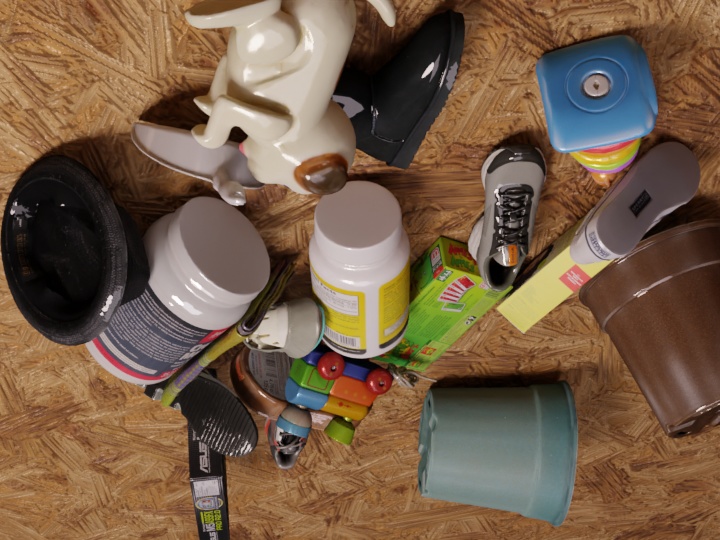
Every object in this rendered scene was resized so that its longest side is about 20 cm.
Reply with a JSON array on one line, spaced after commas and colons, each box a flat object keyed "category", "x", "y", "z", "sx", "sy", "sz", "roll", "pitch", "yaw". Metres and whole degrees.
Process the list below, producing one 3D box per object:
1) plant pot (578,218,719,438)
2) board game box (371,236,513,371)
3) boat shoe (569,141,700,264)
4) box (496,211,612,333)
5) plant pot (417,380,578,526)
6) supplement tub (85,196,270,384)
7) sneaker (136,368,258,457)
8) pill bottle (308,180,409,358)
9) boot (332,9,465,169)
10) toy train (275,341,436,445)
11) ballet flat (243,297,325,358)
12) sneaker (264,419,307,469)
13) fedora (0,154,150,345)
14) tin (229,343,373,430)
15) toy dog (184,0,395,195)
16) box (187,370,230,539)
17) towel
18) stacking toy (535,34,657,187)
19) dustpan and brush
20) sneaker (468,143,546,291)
[{"category": "plant pot", "x": 0.386, "y": 0.077, "z": 1.400, "sx": 0.198, "sy": 0.200, "sz": 0.201, "roll": -18, "pitch": 158, "yaw": -7}, {"category": "board game box", "x": 0.088, "y": 0.046, "z": 1.475, "sx": 0.101, "sy": 0.048, "sz": 0.200, "roll": 16, "pitch": 137, "yaw": -27}, {"category": "boat shoe", "x": 0.292, "y": -0.073, "z": 1.282, "sx": 0.199, "sy": 0.074, "sz": 0.065, "roll": -34, "pitch": -178, "yaw": -34}, {"category": "box", "x": 0.247, "y": -0.011, "z": 1.398, "sx": 0.050, "sy": 0.075, "sz": 0.200, "roll": 42, "pitch": 127, "yaw": -5}, {"category": "plant pot", "x": 0.183, "y": 0.245, "z": 1.649, "sx": 0.194, "sy": 0.202, "sz": 0.201, "roll": 5, "pitch": 142, "yaw": -4}, {"category": "supplement tub", "x": -0.207, "y": 0.024, "z": 1.316, "sx": 0.140, "sy": 0.141, "sz": 0.200, "roll": 24, "pitch": 133, "yaw": -35}, {"category": "sneaker", "x": -0.188, "y": 0.162, "z": 1.492, "sx": 0.075, "sy": 0.199, "sz": 0.088, "roll": -59, "pitch": 152, "yaw": 8}, {"category": "pill bottle", "x": 0.000, "y": 0.000, "z": 1.344, "sx": 0.113, "sy": 0.115, "sz": 0.201, "roll": -5, "pitch": 143, "yaw": -3}, {"category": "boot", "x": -0.004, "y": -0.181, "z": 1.147, "sx": 0.161, "sy": 0.074, "sz": 0.199, "roll": 12, "pitch": 138, "yaw": -15}, {"category": "toy train", "x": -0.004, "y": 0.163, "z": 1.465, "sx": 0.199, "sy": 0.085, "sz": 0.117, "roll": 20, "pitch": 96, "yaw": -29}, {"category": "ballet flat", "x": -0.099, "y": 0.070, "z": 1.398, "sx": 0.063, "sy": 0.068, "sz": 0.200, "roll": 0, "pitch": 174, "yaw": -20}, {"category": "sneaker", "x": -0.091, "y": 0.205, "z": 1.623, "sx": 0.076, "sy": 0.083, "sz": 0.201, "roll": -3, "pitch": 143, "yaw": -6}, {"category": "fedora", "x": -0.282, "y": -0.022, "z": 1.229, "sx": 0.200, "sy": 0.202, "sz": 0.091, "roll": -36, "pitch": 161, "yaw": 32}, {"category": "tin", "x": -0.071, "y": 0.144, "z": 1.521, "sx": 0.198, "sy": 0.113, "sz": 0.042, "roll": 16, "pitch": 139, "yaw": -29}, {"category": "toy dog", "x": -0.062, "y": -0.165, "z": 1.057, "sx": 0.192, "sy": 0.140, "sz": 0.202, "roll": -15, "pitch": 121, "yaw": -11}, {"category": "box", "x": -0.205, "y": 0.256, "z": 1.606, "sx": 0.044, "sy": 0.161, "sz": 0.201, "roll": -5, "pitch": 144, "yaw": -6}, {"category": "towel", "x": -0.157, "y": 0.073, "z": 1.396, "sx": 0.023, "sy": 0.144, "sz": 0.200, "roll": 42, "pitch": 130, "yaw": -10}, {"category": "stacking toy", "x": 0.250, "y": -0.140, "z": 1.230, "sx": 0.109, "sy": 0.117, "sz": 0.200, "roll": -12, "pitch": 155, "yaw": 10}, {"category": "dustpan and brush", "x": -0.138, "y": -0.097, "z": 1.134, "sx": 0.138, "sy": 0.058, "sz": 0.200, "roll": 12, "pitch": -177, "yaw": -24}, {"category": "sneaker", "x": 0.169, "y": -0.059, "z": 1.324, "sx": 0.073, "sy": 0.080, "sz": 0.201, "roll": -2, "pitch": 137, "yaw": -6}]
